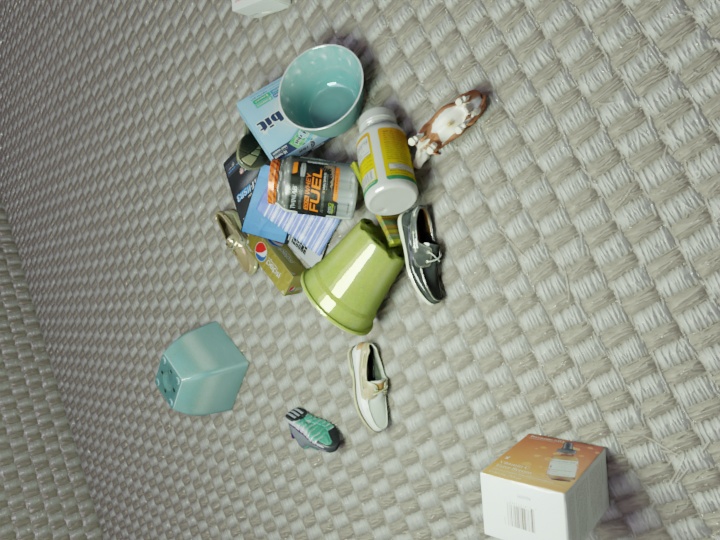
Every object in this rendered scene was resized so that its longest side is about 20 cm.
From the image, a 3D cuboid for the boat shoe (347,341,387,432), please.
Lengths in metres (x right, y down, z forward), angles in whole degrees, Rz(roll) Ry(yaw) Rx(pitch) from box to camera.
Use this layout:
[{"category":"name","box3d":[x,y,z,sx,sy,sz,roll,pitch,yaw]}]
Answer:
[{"category":"boat shoe","box3d":[0.025,0.265,1.315,0.068,0.073,0.206,-27,77,45]}]

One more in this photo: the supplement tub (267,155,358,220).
[{"category":"supplement tub","box3d":[-0.104,-0.185,1.278,0.193,0.123,0.127,6,104,-5]}]

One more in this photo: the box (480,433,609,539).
[{"category":"box","box3d":[0.317,0.374,0.986,0.149,0.197,0.110,-2,96,41]}]

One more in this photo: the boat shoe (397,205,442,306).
[{"category":"boat shoe","box3d":[0.132,-0.030,1.183,0.067,0.071,0.206,-21,80,44]}]

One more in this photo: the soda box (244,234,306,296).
[{"category":"soda box","box3d":[-0.218,-0.029,1.500,0.200,0.063,0.069,48,123,26]}]

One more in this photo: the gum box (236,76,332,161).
[{"category":"gum box","box3d":[-0.174,-0.356,1.362,0.202,0.167,0.045,55,169,21]}]

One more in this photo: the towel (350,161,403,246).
[{"category":"towel","box3d":[0.047,-0.143,1.235,0.018,0.085,0.204,-35,72,34]}]

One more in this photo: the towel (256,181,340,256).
[{"category":"towel","box3d":[-0.146,-0.146,1.378,0.197,0.024,0.146,35,117,1]}]

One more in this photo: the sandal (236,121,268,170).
[{"category":"sandal","box3d":[-0.263,-0.299,1.398,0.057,0.079,0.204,-41,30,28]}]

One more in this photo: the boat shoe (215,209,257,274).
[{"category":"boat shoe","box3d":[-0.348,-0.078,1.608,0.072,0.064,0.204,-37,71,38]}]

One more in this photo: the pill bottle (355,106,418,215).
[{"category":"pill bottle","box3d":[0.049,-0.228,1.186,0.112,0.111,0.206,-32,57,39]}]

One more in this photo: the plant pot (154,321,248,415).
[{"category":"plant pot","box3d":[-0.479,0.301,1.687,0.195,0.197,0.200,41,121,28]}]

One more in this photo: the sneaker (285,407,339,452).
[{"category":"sneaker","box3d":[-0.117,0.428,1.477,0.197,0.073,0.090,21,123,48]}]

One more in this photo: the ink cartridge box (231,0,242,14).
[{"category":"ink cartridge box","box3d":[-0.248,-0.748,1.419,0.142,0.086,0.207,5,100,40]}]

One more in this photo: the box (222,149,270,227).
[{"category":"box","box3d":[-0.272,-0.241,1.532,0.198,0.049,0.204,-27,76,40]}]

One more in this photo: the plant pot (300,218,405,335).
[{"category":"plant pot","box3d":[0.000,0.000,1.246,0.185,0.198,0.201,-50,64,20]}]

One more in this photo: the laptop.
[{"category":"laptop","box3d":[-0.171,-0.126,1.411,0.199,0.114,0.191,41,121,30]}]

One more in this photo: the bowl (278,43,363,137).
[{"category":"bowl","box3d":[-0.073,-0.376,1.271,0.194,0.105,0.208,-5,73,15]}]

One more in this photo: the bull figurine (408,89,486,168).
[{"category":"bull figurine","box3d":[0.157,-0.269,1.108,0.065,0.122,0.199,47,122,-3]}]
